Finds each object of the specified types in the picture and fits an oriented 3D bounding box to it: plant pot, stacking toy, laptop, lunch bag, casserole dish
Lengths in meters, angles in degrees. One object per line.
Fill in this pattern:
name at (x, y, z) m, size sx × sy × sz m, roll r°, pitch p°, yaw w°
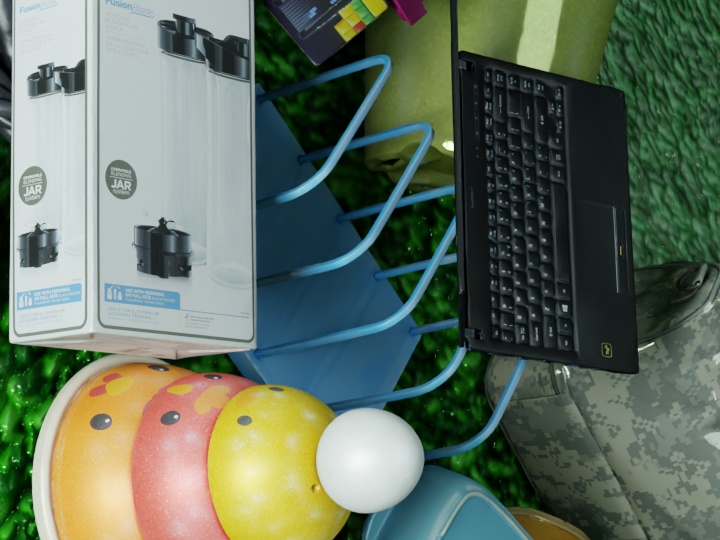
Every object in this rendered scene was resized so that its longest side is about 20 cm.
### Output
plant pot at (0.078, -0.145, 1.270) m, size 0.200 × 0.199 × 0.186 m, roll 19°, pitch 75°, yaw -49°
stacking toy at (-0.049, 0.099, 0.996) m, size 0.146 × 0.199 × 0.147 m, roll 22°, pitch 62°, yaw -48°
laptop at (0.103, -0.048, 1.114) m, size 0.199 × 0.103 × 0.179 m, roll 10°, pitch 72°, yaw -32°
lunch bag at (0.206, 0.097, 1.359) m, size 0.201 × 0.167 × 0.139 m, roll 61°, pitch 40°, yaw -20°
casserole dish at (0.075, 0.201, 1.170) m, size 0.200 × 0.039 × 0.121 m, roll 51°, pitch 53°, yaw -27°

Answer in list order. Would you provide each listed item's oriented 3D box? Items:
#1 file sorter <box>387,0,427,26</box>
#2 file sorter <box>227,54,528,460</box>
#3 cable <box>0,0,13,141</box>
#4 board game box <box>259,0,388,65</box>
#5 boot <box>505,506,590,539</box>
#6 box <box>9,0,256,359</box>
file sorter at (0.004, -0.258, 1.072) m, size 0.200 × 0.125 × 0.139 m, roll 52°, pitch 3°, yaw 10°
file sorter at (0.000, 0.000, 1.158) m, size 0.201 × 0.122 × 0.139 m, roll 57°, pitch 42°, yaw -25°
cable at (-0.136, -0.122, 1.064) m, size 0.200 × 0.051 × 0.164 m, roll 40°, pitch 50°, yaw -40°
board game box at (-0.082, -0.224, 1.100) m, size 0.200 × 0.057 × 0.165 m, roll 49°, pitch 3°, yaw -31°
boot at (0.067, 0.214, 1.234) m, size 0.201 × 0.070 × 0.145 m, roll 22°, pitch 68°, yaw -44°
box at (-0.111, -0.062, 0.997) m, size 0.116 × 0.060 × 0.202 m, roll 10°, pitch 76°, yaw -48°
